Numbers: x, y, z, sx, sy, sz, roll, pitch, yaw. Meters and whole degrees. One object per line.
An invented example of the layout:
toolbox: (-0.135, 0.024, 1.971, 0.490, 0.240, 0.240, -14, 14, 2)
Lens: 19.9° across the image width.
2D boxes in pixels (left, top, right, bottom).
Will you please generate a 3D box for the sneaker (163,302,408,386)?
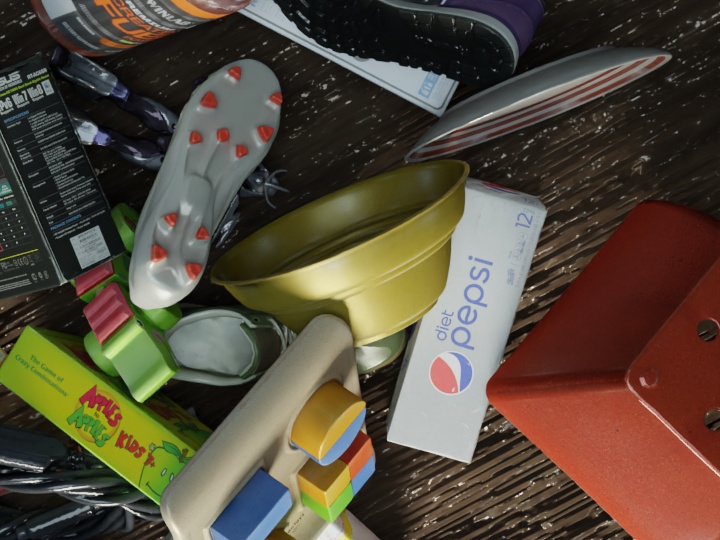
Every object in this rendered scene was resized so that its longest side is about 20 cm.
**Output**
sneaker: (-0.064, 0.057, 1.519, 0.199, 0.090, 0.068, -1, 99, 2)

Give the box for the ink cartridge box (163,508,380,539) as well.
ink cartridge box: (-0.042, 0.236, 1.560, 0.200, 0.067, 0.117, 42, 97, -5)

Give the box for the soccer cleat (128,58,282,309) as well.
soccer cleat: (-0.116, -0.063, 1.453, 0.069, 0.078, 0.201, 30, 63, -15)

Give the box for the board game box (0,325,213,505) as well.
board game box: (-0.159, 0.117, 1.489, 0.200, 0.102, 0.048, 35, 95, 20)

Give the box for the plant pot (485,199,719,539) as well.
plant pot: (0.242, 0.075, 1.442, 0.200, 0.176, 0.200, 43, 77, -6)

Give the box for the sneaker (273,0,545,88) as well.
sneaker: (0.031, -0.194, 1.435, 0.199, 0.088, 0.076, 22, 143, 15)

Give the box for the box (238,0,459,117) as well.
box: (-0.004, -0.207, 1.490, 0.199, 0.060, 0.117, 28, 99, -3)

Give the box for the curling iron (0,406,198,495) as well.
curling iron: (-0.220, 0.136, 1.567, 0.199, 0.026, 0.050, -13, 110, 4)

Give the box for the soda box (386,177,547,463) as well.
soda box: (0.077, 0.035, 1.526, 0.068, 0.063, 0.201, 15, 100, -2)

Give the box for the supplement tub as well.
supplement tub: (-0.133, -0.217, 1.410, 0.199, 0.107, 0.107, -12, 102, 44)

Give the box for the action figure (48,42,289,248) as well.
action figure: (-0.144, -0.094, 1.508, 0.199, 0.069, 0.131, 23, 82, -7)

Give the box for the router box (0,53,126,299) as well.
router box: (-0.265, -0.058, 1.461, 0.062, 0.200, 0.150, -29, 101, -37)

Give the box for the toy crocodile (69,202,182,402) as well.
toy crocodile: (-0.182, 0.011, 1.490, 0.067, 0.062, 0.201, -37, 53, 16)

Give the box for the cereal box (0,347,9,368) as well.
cereal box: (-0.368, 0.031, 1.515, 0.200, 0.040, 0.144, 48, 132, -6)

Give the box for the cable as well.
cable: (-0.241, 0.170, 1.516, 0.199, 0.163, 0.051, 12, 57, -17)

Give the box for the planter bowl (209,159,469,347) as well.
planter bowl: (0.000, 0.000, 1.456, 0.200, 0.200, 0.084, -23, 103, 5)

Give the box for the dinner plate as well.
dinner plate: (0.120, -0.121, 1.433, 0.199, 0.200, 0.024, -22, 86, 5)

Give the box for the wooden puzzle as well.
wooden puzzle: (-0.050, 0.151, 1.423, 0.046, 0.200, 0.185, 31, 66, 26)
